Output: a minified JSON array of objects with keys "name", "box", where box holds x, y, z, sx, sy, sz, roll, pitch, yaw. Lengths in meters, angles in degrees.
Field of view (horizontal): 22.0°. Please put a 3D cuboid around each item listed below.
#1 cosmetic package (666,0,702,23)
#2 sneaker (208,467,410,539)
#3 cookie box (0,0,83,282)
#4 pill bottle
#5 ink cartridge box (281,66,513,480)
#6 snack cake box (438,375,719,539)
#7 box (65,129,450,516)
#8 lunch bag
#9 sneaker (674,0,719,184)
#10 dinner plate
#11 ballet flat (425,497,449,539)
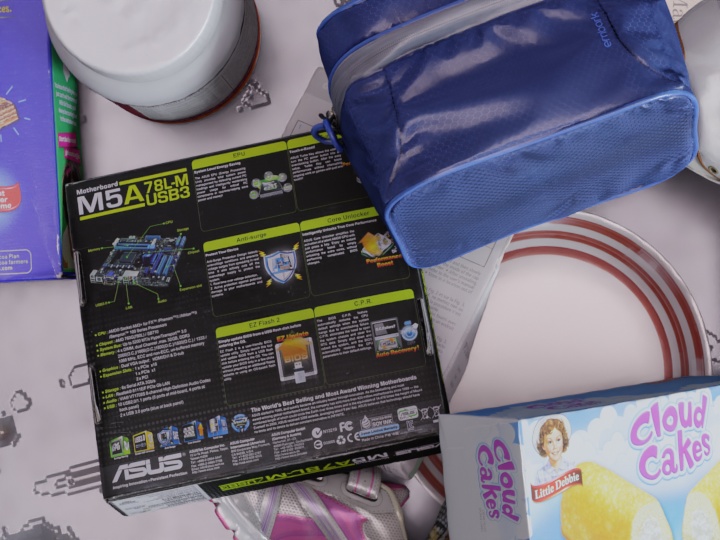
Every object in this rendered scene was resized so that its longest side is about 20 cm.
[{"name":"cosmetic package","box":[0.169,-0.139,1.094,0.198,0.073,0.104,2,91,2]},{"name":"sneaker","box":[-0.019,0.145,1.099,0.200,0.081,0.088,43,90,-7]},{"name":"cookie box","box":[-0.256,-0.091,1.103,0.170,0.075,0.202,-3,90,2]},{"name":"pill bottle","box":[-0.116,-0.144,1.037,0.109,0.200,0.111,0,90,2]},{"name":"ink cartridge box","box":[0.000,0.000,1.104,0.160,0.050,0.201,24,76,14]},{"name":"snack cake box","box":[0.140,0.124,1.021,0.199,0.067,0.116,-6,92,-39]},{"name":"box","box":[-0.060,0.025,1.057,0.198,0.048,0.195,-12,69,4]},{"name":"lunch bag","box":[0.069,-0.099,0.991,0.199,0.136,0.133,-19,71,1]},{"name":"sneaker","box":[0.230,-0.056,1.030,0.084,0.073,0.201,-31,84,25]},{"name":"dinner plate","box":[0.112,0.063,1.119,0.198,0.024,0.202,0,90,2]},{"name":"ballet flat","box":[0.065,0.170,1.045,0.072,0.072,0.201,39,69,1]}]
